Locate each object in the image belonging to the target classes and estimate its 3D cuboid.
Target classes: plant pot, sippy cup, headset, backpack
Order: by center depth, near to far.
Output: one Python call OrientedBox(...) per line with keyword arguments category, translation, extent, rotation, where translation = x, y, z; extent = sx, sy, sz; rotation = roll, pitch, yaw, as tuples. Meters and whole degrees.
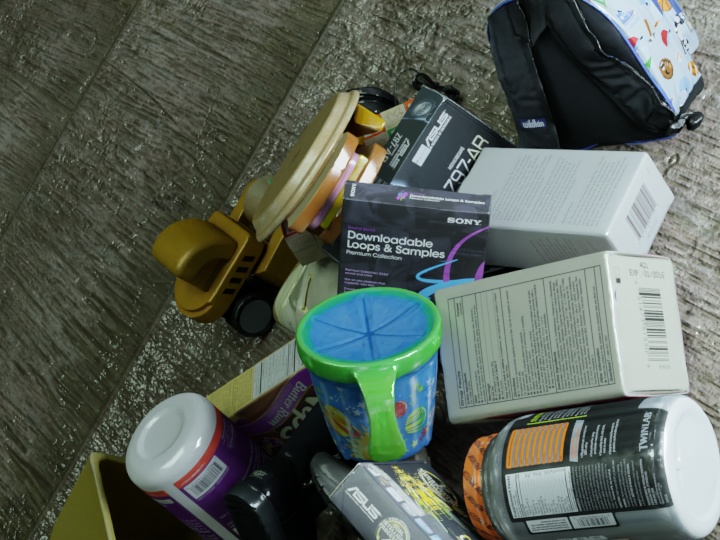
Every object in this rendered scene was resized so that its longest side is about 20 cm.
OrientedBox(category="sippy cup", translation=(0.015, 0.105, 1.387), extent=(0.139, 0.131, 0.178), rotation=(10, 34, 30))
OrientedBox(category="backpack", translation=(0.224, -0.219, 1.442), extent=(0.200, 0.191, 0.154), rotation=(-9, 44, 44))
OrientedBox(category="plant pot", translation=(-0.240, 0.350, 1.615), extent=(0.200, 0.195, 0.195), rotation=(-52, 38, 25))
OrientedBox(category="headset", translation=(0.027, -0.160, 1.736), extent=(0.200, 0.094, 0.124), rotation=(-46, 38, 41))

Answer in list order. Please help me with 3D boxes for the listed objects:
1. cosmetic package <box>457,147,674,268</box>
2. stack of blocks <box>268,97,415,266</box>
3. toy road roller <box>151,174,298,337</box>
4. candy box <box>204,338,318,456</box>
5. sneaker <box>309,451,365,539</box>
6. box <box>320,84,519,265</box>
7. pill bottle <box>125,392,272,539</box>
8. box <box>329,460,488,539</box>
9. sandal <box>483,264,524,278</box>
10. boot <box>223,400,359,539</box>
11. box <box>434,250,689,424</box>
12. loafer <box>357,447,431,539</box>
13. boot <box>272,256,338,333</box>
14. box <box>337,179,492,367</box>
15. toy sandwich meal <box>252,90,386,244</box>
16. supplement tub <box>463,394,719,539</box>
OrientedBox(category="cosmetic package", translation=(0.190, -0.058, 1.445), extent=(0.200, 0.071, 0.102), rotation=(7, 58, 44))
OrientedBox(category="stack of blocks", translation=(0.005, -0.099, 1.629), extent=(0.199, 0.059, 0.115), rotation=(-23, 52, 7))
OrientedBox(category="toy road roller", translation=(-0.153, -0.030, 1.774), extent=(0.123, 0.146, 0.200), rotation=(34, 94, 51))
OrientedBox(category="candy box", translation=(-0.081, 0.152, 1.603), extent=(0.200, 0.117, 0.057), rotation=(-33, 37, 30))
OrientedBox(category="sneaker", translation=(0.040, 0.230, 1.414), extent=(0.200, 0.076, 0.091), rotation=(37, 76, 9))
OrientedBox(category="box", translation=(0.074, -0.067, 1.536), extent=(0.200, 0.160, 0.044), rotation=(-57, 39, 3))
OrientedBox(category="pill bottle", translation=(-0.144, 0.224, 1.556), extent=(0.112, 0.200, 0.113), rotation=(-27, 37, 23))
OrientedBox(category="box", translation=(0.080, 0.249, 1.278), extent=(0.200, 0.161, 0.049), rotation=(46, 104, 22))
OrientedBox(category="sandal", translation=(0.158, 0.018, 1.485), extent=(0.200, 0.043, 0.076), rotation=(0, 67, 48))
OrientedBox(category="boot", translation=(-0.041, 0.248, 1.523), extent=(0.076, 0.201, 0.168), rotation=(9, 40, 44))
OrientedBox(category="box", translation=(0.181, 0.064, 1.354), extent=(0.200, 0.109, 0.128), rotation=(-14, 78, 42))
OrientedBox(category="loafer", translation=(0.039, 0.207, 1.482), extent=(0.075, 0.068, 0.201), rotation=(4, 82, 9))
OrientedBox(category="boot", translation=(0.000, 0.000, 1.650), extent=(0.155, 0.072, 0.200), rotation=(30, 90, 49))
OrientedBox(category="box", translation=(0.049, 0.008, 1.457), extent=(0.036, 0.142, 0.201), rotation=(-81, -5, -53))
OrientedBox(category="toy sandwich meal", translation=(-0.037, -0.098, 1.528), extent=(0.205, 0.070, 0.205), rotation=(-54, 10, 14))
OrientedBox(category="supplement tub", translation=(0.195, 0.177, 1.268), extent=(0.199, 0.122, 0.123), rotation=(-12, 58, 35))
